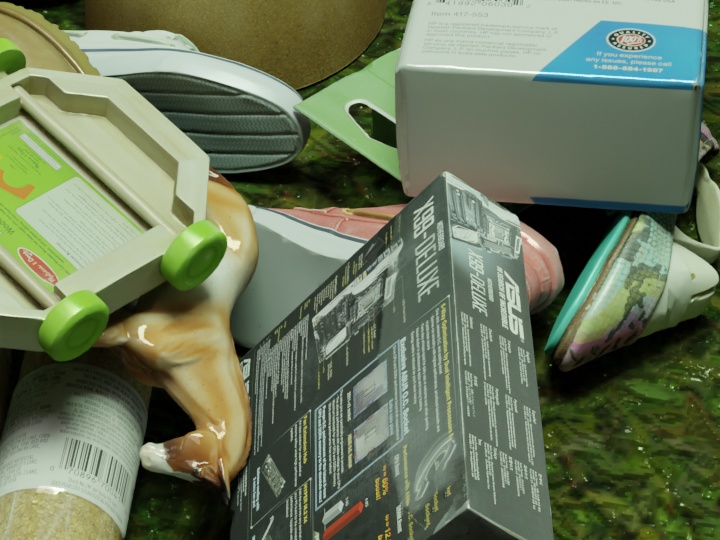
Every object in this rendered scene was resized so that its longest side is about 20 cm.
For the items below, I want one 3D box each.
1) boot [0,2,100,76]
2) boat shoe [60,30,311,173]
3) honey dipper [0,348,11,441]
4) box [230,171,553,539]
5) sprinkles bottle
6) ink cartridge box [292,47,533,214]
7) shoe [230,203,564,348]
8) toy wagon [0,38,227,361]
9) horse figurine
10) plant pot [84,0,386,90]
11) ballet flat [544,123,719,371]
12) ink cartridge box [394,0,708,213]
[{"bbox_3d":[-0.201,-0.065,1.014,0.175,0.066,0.200,38,29,17],"label":"boot"},{"bbox_3d":[-0.117,-0.108,1.128,0.199,0.074,0.067,10,45,15],"label":"boat shoe"},{"bbox_3d":[-0.180,0.056,0.987,0.038,0.038,0.200,-4,47,0],"label":"honey dipper"},{"bbox_3d":[0.007,0.076,0.864,0.050,0.158,0.200,31,34,-26],"label":"box"},{"bbox_3d":[-0.133,0.083,0.925,0.068,0.068,0.200,1,43,4],"label":"sprinkles bottle"},{"bbox_3d":[0.073,-0.089,1.105,0.200,0.059,0.104,-30,48,-27],"label":"ink cartridge box"},{"bbox_3d":[0.000,0.000,1.015,0.199,0.072,0.091,10,21,31],"label":"shoe"},{"bbox_3d":[-0.163,-0.022,0.886,0.200,0.040,0.155,-32,62,-34],"label":"toy wagon"},{"bbox_3d":[-0.097,0.003,0.939,0.132,0.050,0.200,19,44,-5],"label":"horse figurine"},{"bbox_3d":[-0.079,-0.233,1.171,0.186,0.200,0.187,-1,43,1],"label":"plant pot"},{"bbox_3d":[0.151,-0.017,1.027,0.071,0.069,0.200,28,46,-4],"label":"ballet flat"},{"bbox_3d":[0.104,-0.126,1.034,0.146,0.086,0.200,4,40,9],"label":"ink cartridge box"}]
